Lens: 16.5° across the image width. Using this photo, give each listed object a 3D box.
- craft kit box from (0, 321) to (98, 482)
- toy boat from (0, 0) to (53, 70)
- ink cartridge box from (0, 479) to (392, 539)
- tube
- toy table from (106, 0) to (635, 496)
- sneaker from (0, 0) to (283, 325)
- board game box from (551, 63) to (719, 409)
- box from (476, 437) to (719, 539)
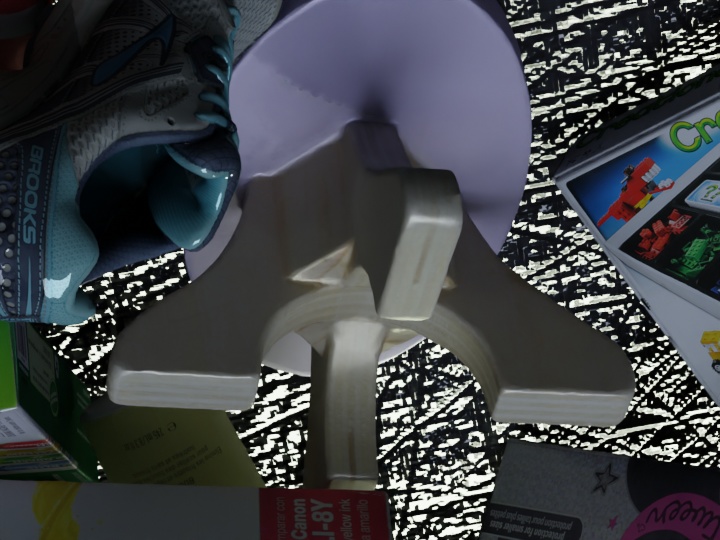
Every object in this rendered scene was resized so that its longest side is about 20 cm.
[{"bbox_3d":[-0.205,0.060,0.896,0.196,0.049,0.200,-6,168,1],"label":"craft kit box"},{"bbox_3d":[-0.163,-0.051,0.790,0.130,0.131,0.201,-1,136,-7],"label":"toy boat"},{"bbox_3d":[-0.091,0.152,0.872,0.198,0.084,0.146,2,125,-5],"label":"ink cartridge box"},{"bbox_3d":[-0.040,0.131,0.952,0.058,0.052,0.201,-15,104,47],"label":"tube"},{"bbox_3d":[0.000,0.000,0.880,0.182,0.118,0.201,-5,137,-3],"label":"toy table"},{"bbox_3d":[-0.068,-0.041,0.775,0.086,0.200,0.078,20,133,22],"label":"sneaker"},{"bbox_3d":[0.180,-0.028,0.867,0.199,0.035,0.126,-26,108,38],"label":"board game box"},{"bbox_3d":[0.132,0.147,0.976,0.114,0.133,0.200,22,171,-29],"label":"box"}]
